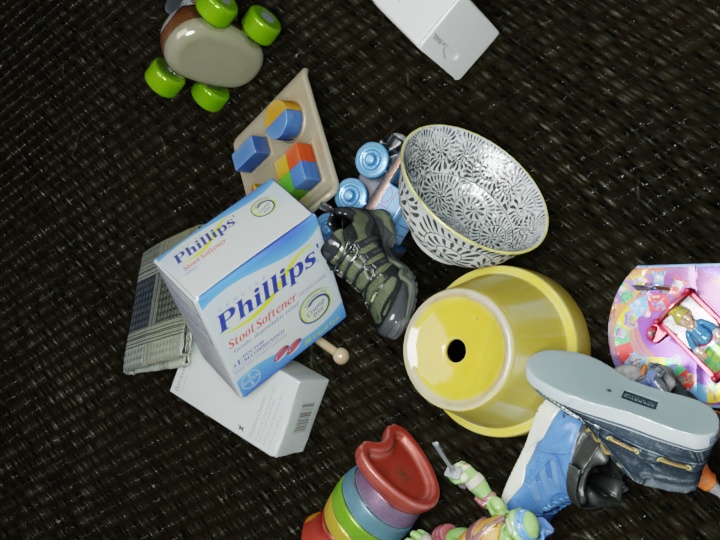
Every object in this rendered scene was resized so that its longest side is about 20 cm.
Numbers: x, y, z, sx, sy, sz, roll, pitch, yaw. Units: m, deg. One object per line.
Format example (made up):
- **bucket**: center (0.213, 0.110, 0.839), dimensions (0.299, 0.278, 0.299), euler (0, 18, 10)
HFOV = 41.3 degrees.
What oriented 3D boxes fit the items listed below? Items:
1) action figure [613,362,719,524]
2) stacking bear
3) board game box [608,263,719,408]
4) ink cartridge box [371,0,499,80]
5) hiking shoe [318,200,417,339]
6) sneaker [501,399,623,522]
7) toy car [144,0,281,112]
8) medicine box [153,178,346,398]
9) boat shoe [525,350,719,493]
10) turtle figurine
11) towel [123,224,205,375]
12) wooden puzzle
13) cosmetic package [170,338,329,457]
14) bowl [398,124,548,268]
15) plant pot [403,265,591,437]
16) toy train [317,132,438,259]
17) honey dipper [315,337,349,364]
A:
- **action figure**: center (0.339, 0.180, 1.040), dimensions (0.193, 0.104, 0.201), euler (41, 141, 23)
- **stacking bear**: center (-0.002, 0.308, 1.200), dimensions (0.114, 0.121, 0.200), euler (48, 116, 14)
- **board game box**: center (0.367, 0.071, 1.052), dimensions (0.197, 0.039, 0.161), euler (-1, 84, 29)
- **ink cartridge box**: center (0.066, -0.350, 1.199), dimensions (0.084, 0.146, 0.200), euler (-46, 67, 15)
- **hiking shoe**: center (0.000, 0.000, 1.108), dimensions (0.076, 0.099, 0.201), euler (-62, 30, 34)
- **sneaker**: center (0.228, 0.246, 1.059), dimensions (0.111, 0.076, 0.202), euler (40, 124, 43)
- **toy car**: center (-0.232, -0.364, 1.373), dimensions (0.164, 0.157, 0.202), euler (-44, 55, 29)
- **medicine box**: center (-0.131, 0.024, 1.198), dimensions (0.181, 0.201, 0.103), euler (-37, 51, -18)
- **boat shoe**: center (0.255, 0.156, 0.968), dimensions (0.198, 0.071, 0.092), euler (21, 129, 26)
- **turtle figurine**: center (0.090, 0.290, 1.048), dimensions (0.194, 0.198, 0.146), euler (-49, 48, 43)
- **towel**: center (-0.275, 0.046, 1.364), dimensions (0.199, 0.034, 0.196), euler (-18, 61, 51)
- **wooden puzzle**: center (-0.114, -0.146, 1.290), dimensions (0.185, 0.046, 0.203), euler (-36, 58, 43)
- **cosmetic package**: center (-0.154, 0.158, 1.308), dimensions (0.198, 0.081, 0.114), euler (23, 98, 28)
- **bowl**: center (0.117, -0.071, 1.143), dimensions (0.202, 0.199, 0.095), euler (55, 135, 21)
- **plant pot**: center (0.143, 0.091, 1.091), dimensions (0.198, 0.188, 0.204), euler (-3, 84, 29)
- **toy train**: center (0.023, -0.075, 1.235), dimensions (0.114, 0.087, 0.201), euler (36, 100, 17)
- **honey dipper**: center (-0.092, 0.069, 1.312), dimensions (0.199, 0.038, 0.038), euler (32, 100, 24)
